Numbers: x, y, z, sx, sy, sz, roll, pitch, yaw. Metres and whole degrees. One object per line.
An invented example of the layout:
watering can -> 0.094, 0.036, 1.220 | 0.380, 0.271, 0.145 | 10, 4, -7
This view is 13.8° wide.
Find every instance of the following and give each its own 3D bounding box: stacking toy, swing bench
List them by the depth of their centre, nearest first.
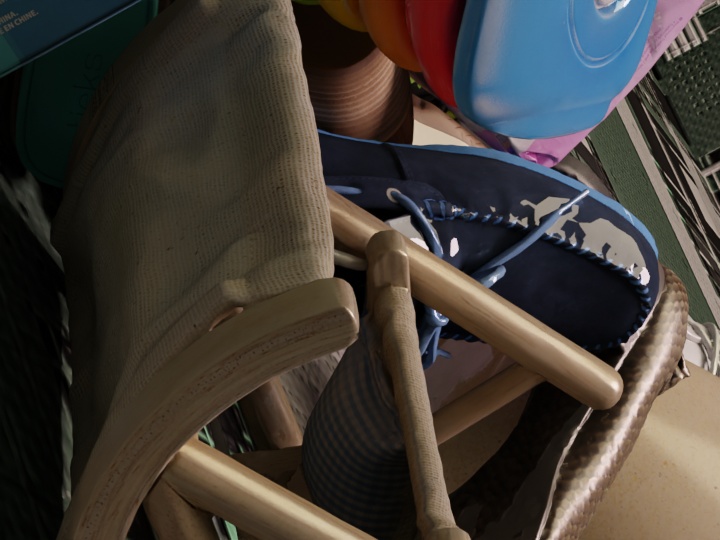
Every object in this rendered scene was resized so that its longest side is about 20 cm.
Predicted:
swing bench -> -0.013, 0.049, 0.841 | 0.200, 0.130, 0.199 | 50, 16, -28
stacking toy -> -0.006, -0.121, 0.932 | 0.200, 0.110, 0.116 | 21, 18, 26

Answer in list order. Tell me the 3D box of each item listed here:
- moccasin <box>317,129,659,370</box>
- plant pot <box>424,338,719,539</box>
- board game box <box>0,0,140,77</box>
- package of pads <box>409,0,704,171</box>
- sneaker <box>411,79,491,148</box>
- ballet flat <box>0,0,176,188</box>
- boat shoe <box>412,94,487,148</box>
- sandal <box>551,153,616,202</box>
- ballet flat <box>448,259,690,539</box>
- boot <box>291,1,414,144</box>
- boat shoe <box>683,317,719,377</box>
moccasin -> 0.000, 0.000, 0.975 | 0.068, 0.200, 0.081 | -89, -169, -52
plant pot -> 0.095, 0.103, 1.119 | 0.200, 0.187, 0.187 | 43, 17, -18
board game box -> -0.113, -0.159, 0.798 | 0.200, 0.151, 0.047 | 58, 15, -19
package of pads -> 0.058, -0.114, 1.071 | 0.076, 0.121, 0.200 | 43, 3, -18
sneaker -> 0.034, -0.061, 1.239 | 0.200, 0.071, 0.083 | 64, 15, 23
ballet flat -> -0.071, -0.119, 0.891 | 0.068, 0.200, 0.068 | 15, 33, -12
boat shoe -> -0.030, -0.058, 1.139 | 0.202, 0.075, 0.075 | 36, -10, -15
sandal -> 0.081, 0.014, 1.165 | 0.200, 0.075, 0.045 | 64, 27, -49
ballet flat -> 0.060, 0.079, 1.006 | 0.046, 0.067, 0.200 | 50, 57, -31
boot -> -0.068, -0.087, 1.050 | 0.200, 0.074, 0.155 | 38, -18, 16
boat shoe -> 0.130, 0.040, 1.298 | 0.200, 0.067, 0.074 | 64, 24, -77
